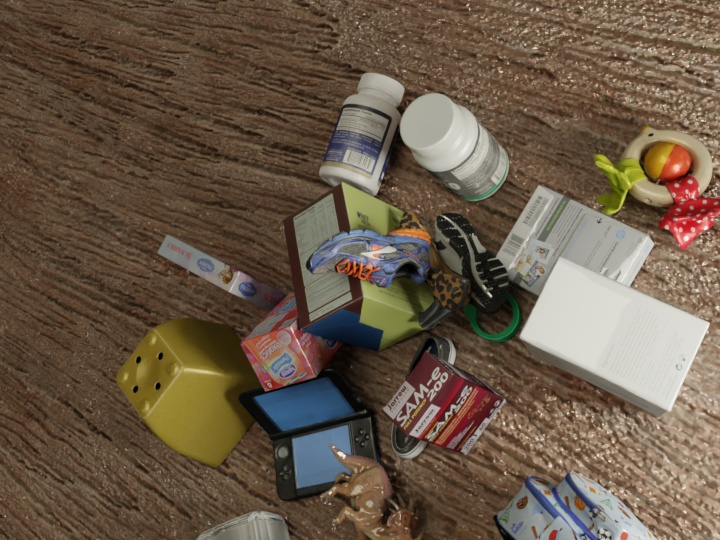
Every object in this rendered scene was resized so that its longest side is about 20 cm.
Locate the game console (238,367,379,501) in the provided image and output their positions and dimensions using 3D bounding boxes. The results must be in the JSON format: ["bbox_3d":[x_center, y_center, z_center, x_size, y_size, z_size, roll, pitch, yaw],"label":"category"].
[{"bbox_3d":[-0.086,0.270,1.445,0.199,0.118,0.171,-19,66,26],"label":"game console"}]

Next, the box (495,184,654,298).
[{"bbox_3d":[0.316,-0.021,1.349,0.200,0.041,0.156,31,92,37],"label":"box"}]

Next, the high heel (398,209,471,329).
[{"bbox_3d":[0.116,-0.025,1.350,0.143,0.071,0.201,134,129,-57],"label":"high heel"}]

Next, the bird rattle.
[{"bbox_3d":[0.438,-0.137,1.283,0.199,0.113,0.163,20,68,33],"label":"bird rattle"}]

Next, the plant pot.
[{"bbox_3d":[-0.305,0.199,1.563,0.196,0.200,0.194,-51,54,5],"label":"plant pot"}]

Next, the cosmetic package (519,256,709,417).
[{"bbox_3d":[0.330,0.091,1.171,0.199,0.199,0.123,25,86,18],"label":"cosmetic package"}]

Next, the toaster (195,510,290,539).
[{"bbox_3d":[-0.183,0.474,1.439,0.199,0.114,0.130,-28,57,23],"label":"toaster"}]

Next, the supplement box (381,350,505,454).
[{"bbox_3d":[0.125,0.196,1.291,0.061,0.200,0.109,38,95,36],"label":"supplement box"}]

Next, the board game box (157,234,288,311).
[{"bbox_3d":[-0.226,0.016,1.580,0.200,0.199,0.041,24,86,35],"label":"board game box"}]

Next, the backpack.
[{"bbox_3d":[0.277,0.349,1.155,0.190,0.200,0.154,33,87,43],"label":"backpack"}]

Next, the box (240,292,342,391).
[{"bbox_3d":[-0.097,0.102,1.461,0.102,0.200,0.095,-18,104,25],"label":"box"}]

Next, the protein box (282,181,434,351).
[{"bbox_3d":[0.000,0.000,1.434,0.135,0.198,0.201,-28,59,31],"label":"protein box"}]

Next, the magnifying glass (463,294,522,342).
[{"bbox_3d":[0.176,0.042,1.428,0.200,0.022,0.080,38,94,34],"label":"magnifying glass"}]

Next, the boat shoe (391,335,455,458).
[{"bbox_3d":[0.091,0.195,1.395,0.070,0.066,0.201,21,85,36],"label":"boat shoe"}]

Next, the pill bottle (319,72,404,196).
[{"bbox_3d":[0.009,-0.242,1.581,0.111,0.111,0.201,14,80,35],"label":"pill bottle"}]

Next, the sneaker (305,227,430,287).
[{"bbox_3d":[0.018,-0.014,1.277,0.075,0.199,0.079,126,134,-59],"label":"sneaker"}]

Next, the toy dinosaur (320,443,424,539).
[{"bbox_3d":[0.022,0.348,1.360,0.135,0.086,0.201,-27,70,20],"label":"toy dinosaur"}]

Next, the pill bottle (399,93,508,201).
[{"bbox_3d":[0.150,-0.196,1.419,0.113,0.200,0.114,-12,66,29],"label":"pill bottle"}]

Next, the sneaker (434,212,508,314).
[{"bbox_3d":[0.171,-0.001,1.394,0.073,0.080,0.200,-7,46,-17],"label":"sneaker"}]
